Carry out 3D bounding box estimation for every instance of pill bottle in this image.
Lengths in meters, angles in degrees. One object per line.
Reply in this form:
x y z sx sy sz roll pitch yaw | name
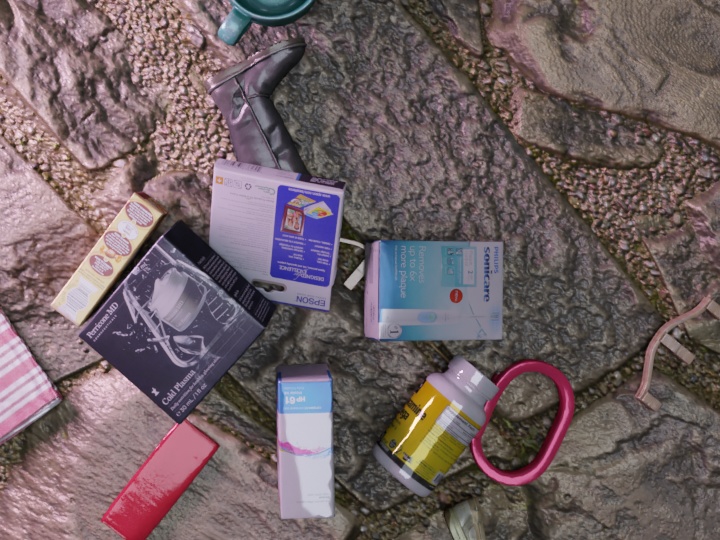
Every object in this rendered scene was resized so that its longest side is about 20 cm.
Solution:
0.117 0.230 1.655 0.112 0.112 0.201 39 89 -7 | pill bottle

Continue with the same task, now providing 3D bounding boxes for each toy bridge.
0.000 0.000 1.668 0.200 0.027 0.067 42 89 -8 | toy bridge
0.494 0.120 1.720 0.067 0.027 0.201 35 89 -7 | toy bridge

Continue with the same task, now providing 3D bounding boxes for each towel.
-0.555 0.151 1.625 0.145 0.030 0.202 -34 94 -2 | towel

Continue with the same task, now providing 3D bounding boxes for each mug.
-0.141 -0.425 1.578 0.182 0.114 0.154 -23 97 -3 | mug

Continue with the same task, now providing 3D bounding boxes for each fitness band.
0.251 0.236 1.710 0.142 0.037 0.203 26 92 -10 | fitness band

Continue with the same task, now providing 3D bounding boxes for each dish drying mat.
-0.305 0.322 1.667 0.077 0.018 0.201 39 89 -8 | dish drying mat

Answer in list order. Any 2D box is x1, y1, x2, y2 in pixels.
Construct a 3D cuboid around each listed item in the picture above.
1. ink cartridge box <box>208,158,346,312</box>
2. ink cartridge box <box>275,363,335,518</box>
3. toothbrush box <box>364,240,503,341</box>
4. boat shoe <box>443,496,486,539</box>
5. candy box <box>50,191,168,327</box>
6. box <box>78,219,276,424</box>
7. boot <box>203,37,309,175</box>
-0.126 -0.050 1.615 0.194 0.047 0.203 10 121 3 | ink cartridge box
-0.083 0.250 1.619 0.083 0.145 0.204 -2 94 -5 | ink cartridge box
0.109 0.030 1.636 0.196 0.085 0.149 1 91 -16 | toothbrush box
0.196 0.453 1.702 0.062 0.073 0.203 -26 89 1 | boat shoe
-0.360 -0.019 1.585 0.055 0.115 0.201 37 90 -8 | candy box
-0.261 0.073 1.582 0.196 0.124 0.200 42 102 -5 | box
-0.122 -0.219 1.617 0.180 0.073 0.203 -26 90 11 | boot
